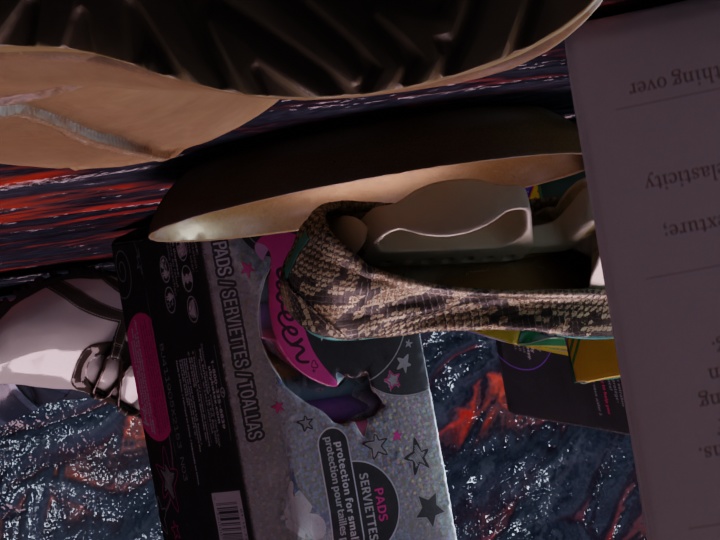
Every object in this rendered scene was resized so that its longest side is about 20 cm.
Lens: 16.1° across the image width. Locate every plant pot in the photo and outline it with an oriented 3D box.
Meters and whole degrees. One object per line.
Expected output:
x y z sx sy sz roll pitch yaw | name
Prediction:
0.005 -0.043 1.094 0.199 0.028 0.200 -10 176 -1 | plant pot

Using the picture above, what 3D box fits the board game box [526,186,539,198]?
0.149 -0.038 1.430 0.133 0.045 0.200 -10 176 11 | board game box

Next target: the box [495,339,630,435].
0.183 0.030 1.603 0.106 0.123 0.199 -20 -164 -33 | box

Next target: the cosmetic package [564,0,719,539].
0.179 0.003 0.879 0.166 0.202 0.166 -10 177 16 | cosmetic package

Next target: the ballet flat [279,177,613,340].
0.066 -0.008 1.070 0.199 0.068 0.076 -2 140 -19 | ballet flat

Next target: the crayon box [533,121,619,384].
0.186 -0.023 1.150 0.199 0.120 0.058 -11 176 20 | crayon box

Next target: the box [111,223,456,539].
-0.037 0.065 1.288 0.114 0.201 0.132 -10 177 -26 | box

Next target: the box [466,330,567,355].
0.095 0.020 1.487 0.117 0.049 0.200 12 -177 -35 | box

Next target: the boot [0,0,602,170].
-0.034 -0.056 0.491 0.174 0.067 0.200 2 177 7 | boot

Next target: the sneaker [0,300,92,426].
-0.202 0.060 1.658 0.145 0.077 0.202 -21 165 6 | sneaker

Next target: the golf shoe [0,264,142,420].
-0.134 0.051 1.497 0.199 0.095 0.078 -6 137 -34 | golf shoe
